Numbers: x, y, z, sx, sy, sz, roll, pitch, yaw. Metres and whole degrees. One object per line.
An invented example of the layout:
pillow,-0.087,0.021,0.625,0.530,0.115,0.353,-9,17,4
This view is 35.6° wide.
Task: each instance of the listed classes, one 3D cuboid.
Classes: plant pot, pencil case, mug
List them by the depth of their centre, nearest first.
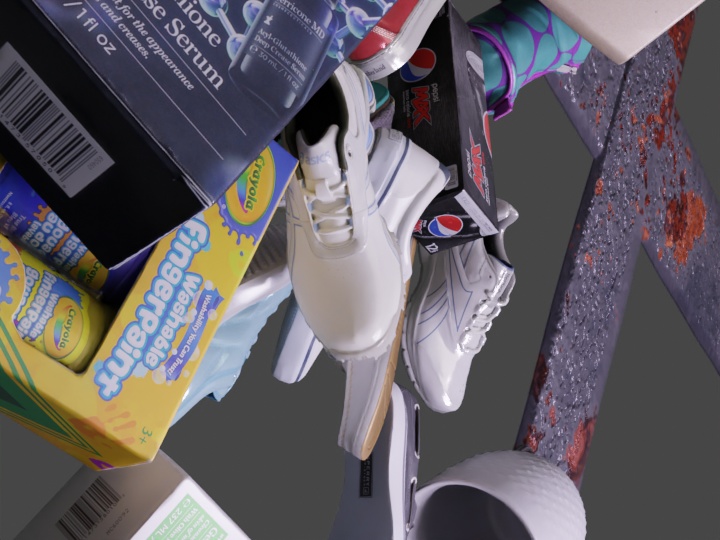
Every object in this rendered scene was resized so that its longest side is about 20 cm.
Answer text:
plant pot,0.220,-0.293,0.959,0.178,0.199,0.200,51,17,-8
mug,0.115,0.257,1.009,0.175,0.147,0.202,-12,132,-61
pencil case,0.153,-0.210,1.064,0.199,0.085,0.093,-34,92,-48

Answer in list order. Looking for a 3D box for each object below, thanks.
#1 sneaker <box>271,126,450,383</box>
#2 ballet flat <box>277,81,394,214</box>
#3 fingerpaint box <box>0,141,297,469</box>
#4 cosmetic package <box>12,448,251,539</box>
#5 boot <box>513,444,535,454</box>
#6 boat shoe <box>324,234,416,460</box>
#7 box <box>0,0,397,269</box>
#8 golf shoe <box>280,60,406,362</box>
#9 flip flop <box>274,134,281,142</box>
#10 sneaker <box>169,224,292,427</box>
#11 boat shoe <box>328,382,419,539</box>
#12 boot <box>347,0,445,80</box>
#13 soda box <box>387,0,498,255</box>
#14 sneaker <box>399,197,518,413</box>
sneaker,0.000,0.000,0.810,0.202,0.070,0.073,-62,-170,13
ballet flat,-0.038,-0.079,0.824,0.200,0.071,0.073,-36,120,-47
fingerpaint box,-0.147,-0.024,0.603,0.166,0.073,0.202,38,59,-24
cosmetic package,-0.110,0.202,0.697,0.108,0.084,0.201,-48,130,-15
boot,0.214,0.281,1.101,0.069,0.172,0.203,7,87,-54
boat shoe,-0.002,0.047,0.881,0.071,0.068,0.202,92,8,-65
box,-0.092,-0.129,0.551,0.149,0.107,0.201,48,51,-15
golf shoe,-0.023,-0.045,0.698,0.097,0.077,0.203,41,38,-74
flip flop,-0.080,-0.139,0.774,0.082,0.057,0.201,64,29,-27
sneaker,-0.099,0.038,0.748,0.200,0.073,0.083,-37,135,-41
boat shoe,0.018,0.190,0.918,0.066,0.069,0.203,19,69,-52
boot,0.012,-0.267,0.884,0.145,0.072,0.201,52,45,-28
soda box,0.064,-0.119,0.909,0.071,0.063,0.202,42,39,-48
sneaker,0.089,0.025,0.986,0.074,0.086,0.203,11,84,-56
